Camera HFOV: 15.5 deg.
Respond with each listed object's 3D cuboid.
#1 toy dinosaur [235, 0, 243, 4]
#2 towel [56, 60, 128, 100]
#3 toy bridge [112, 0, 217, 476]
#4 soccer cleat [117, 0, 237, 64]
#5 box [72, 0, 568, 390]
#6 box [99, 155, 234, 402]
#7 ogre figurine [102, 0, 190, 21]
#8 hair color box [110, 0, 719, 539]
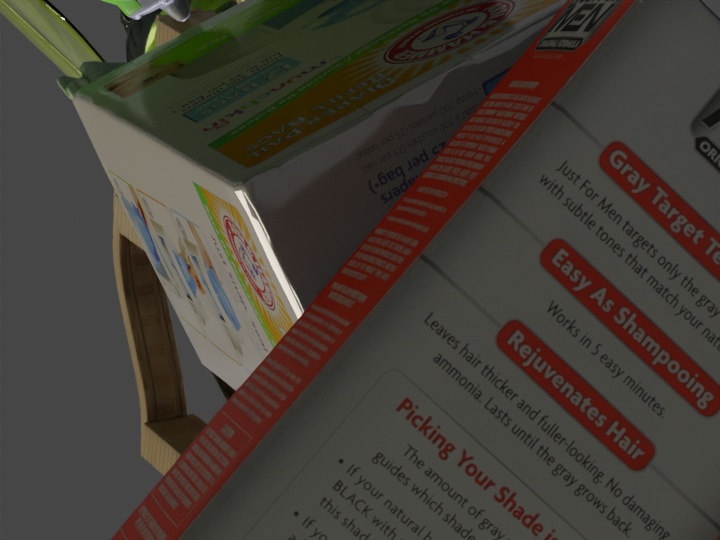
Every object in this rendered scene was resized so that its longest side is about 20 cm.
[{"bbox_3d":[-0.003,-0.054,1.023,0.200,0.058,0.101,45,176,-36],"label":"toy dinosaur"},{"bbox_3d":[-0.045,-0.014,1.239,0.152,0.023,0.201,0,-129,-55],"label":"towel"},{"bbox_3d":[-0.075,-0.016,1.068,0.067,0.027,0.201,33,127,48],"label":"toy bridge"},{"bbox_3d":[-0.081,-0.108,1.167,0.081,0.067,0.200,50,178,9],"label":"soccer cleat"},{"bbox_3d":[0.005,-0.020,0.758,0.102,0.112,0.200,65,169,-17],"label":"box"},{"bbox_3d":[-0.017,0.011,1.185,0.200,0.021,0.164,0,-123,-58],"label":"box"},{"bbox_3d":[-0.111,-0.151,0.830,0.120,0.098,0.200,60,172,34],"label":"ogre figurine"},{"bbox_3d":[0.034,0.036,0.623,0.101,0.200,0.061,42,176,-11],"label":"hair color box"}]
